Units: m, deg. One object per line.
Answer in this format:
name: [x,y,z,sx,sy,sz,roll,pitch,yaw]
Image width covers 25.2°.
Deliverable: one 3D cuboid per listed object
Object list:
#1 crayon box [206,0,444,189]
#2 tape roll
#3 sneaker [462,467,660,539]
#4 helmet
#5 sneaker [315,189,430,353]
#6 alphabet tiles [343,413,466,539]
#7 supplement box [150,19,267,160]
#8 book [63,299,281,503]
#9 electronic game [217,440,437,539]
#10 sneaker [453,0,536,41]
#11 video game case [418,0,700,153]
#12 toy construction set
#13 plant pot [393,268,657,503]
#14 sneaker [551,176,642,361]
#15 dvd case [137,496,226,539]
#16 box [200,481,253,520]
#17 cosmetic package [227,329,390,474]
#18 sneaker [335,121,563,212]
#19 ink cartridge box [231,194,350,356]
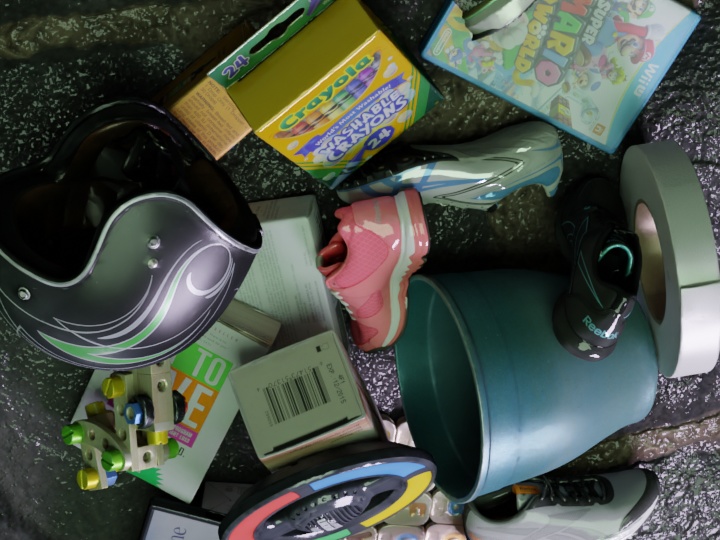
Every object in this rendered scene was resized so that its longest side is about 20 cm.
crayon box: [-0.023,-0.145,1.282,0.126,0.052,0.200,-38,157,9]
tape roll: [0.262,-0.010,1.371,0.037,0.203,0.204,-9,118,-3]
sneaker: [0.193,0.230,1.555,0.199,0.074,0.080,-17,122,3]
helmet: [-0.194,-0.017,1.250,0.190,0.200,0.200,-38,115,12]
sneaker: [0.000,0.000,1.394,0.086,0.074,0.201,-2,143,-12]
alphabet tiles: [0.020,0.228,1.571,0.194,0.015,0.201,5,116,-9]
supplement box: [-0.149,-0.116,1.345,0.200,0.067,0.069,-40,115,14]
book: [-0.171,0.102,1.445,0.133,0.048,0.201,26,121,-3]
electronic game: [-0.028,0.202,1.401,0.199,0.042,0.200,-17,156,-8]
sneaker: [0.136,-0.277,1.277,0.089,0.077,0.200,42,103,-14]
video game case: [0.169,-0.201,1.365,0.199,0.018,0.144,24,111,-18]
toy construction set: [-0.212,0.092,1.382,0.092,0.131,0.201,-26,108,-40]
plant pot: [0.151,0.087,1.421,0.187,0.200,0.201,-10,119,-17]
sneaker: [0.211,-0.014,1.363,0.075,0.201,0.079,20,134,-12]
dvd case: [-0.119,0.295,1.514,0.199,0.018,0.143,16,116,-8]
box: [-0.102,0.308,1.566,0.116,0.060,0.201,5,117,-2]
cosmetic package: [-0.036,0.137,1.416,0.103,0.088,0.200,-23,157,2]
sneaker: [0.078,-0.077,1.388,0.199,0.072,0.073,-10,111,-1]
ink cartridge box: [-0.121,0.024,1.442,0.199,0.047,0.161,-6,119,12]
